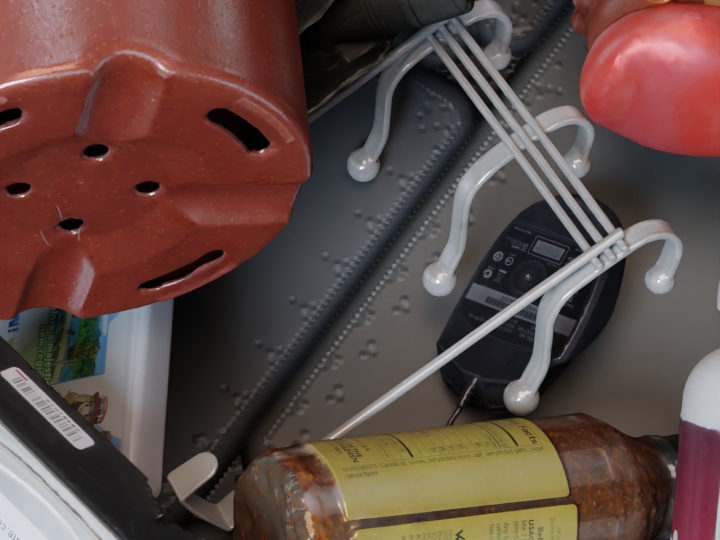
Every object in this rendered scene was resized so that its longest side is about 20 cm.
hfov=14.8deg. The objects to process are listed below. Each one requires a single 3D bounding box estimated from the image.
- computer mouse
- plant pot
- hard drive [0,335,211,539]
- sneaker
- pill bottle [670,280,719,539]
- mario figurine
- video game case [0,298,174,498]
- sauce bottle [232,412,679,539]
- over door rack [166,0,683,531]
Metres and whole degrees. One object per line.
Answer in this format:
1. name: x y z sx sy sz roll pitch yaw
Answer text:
1. computer mouse: 0.042 0.059 1.041 0.059 0.034 0.200 24 77 37
2. plant pot: -0.105 -0.101 0.924 0.200 0.201 0.195 -11 61 -2
3. hard drive: -0.129 0.138 0.943 0.140 0.200 0.038 43 33 18
4. sneaker: -0.015 -0.125 1.071 0.104 0.060 0.200 -21 33 10
5. pill bottle: 0.160 0.086 0.943 0.109 0.110 0.200 5 94 5
6. mario figurine: 0.111 -0.129 1.057 0.106 0.123 0.200 -44 60 22
7. video game case: -0.146 0.004 1.028 0.182 0.022 0.200 -13 60 28
8. sauce bottle: 0.055 0.085 0.978 0.200 0.066 0.066 -2 65 -28
9. over door rack: 0.000 0.000 1.027 0.200 0.067 0.148 -29 50 -6
